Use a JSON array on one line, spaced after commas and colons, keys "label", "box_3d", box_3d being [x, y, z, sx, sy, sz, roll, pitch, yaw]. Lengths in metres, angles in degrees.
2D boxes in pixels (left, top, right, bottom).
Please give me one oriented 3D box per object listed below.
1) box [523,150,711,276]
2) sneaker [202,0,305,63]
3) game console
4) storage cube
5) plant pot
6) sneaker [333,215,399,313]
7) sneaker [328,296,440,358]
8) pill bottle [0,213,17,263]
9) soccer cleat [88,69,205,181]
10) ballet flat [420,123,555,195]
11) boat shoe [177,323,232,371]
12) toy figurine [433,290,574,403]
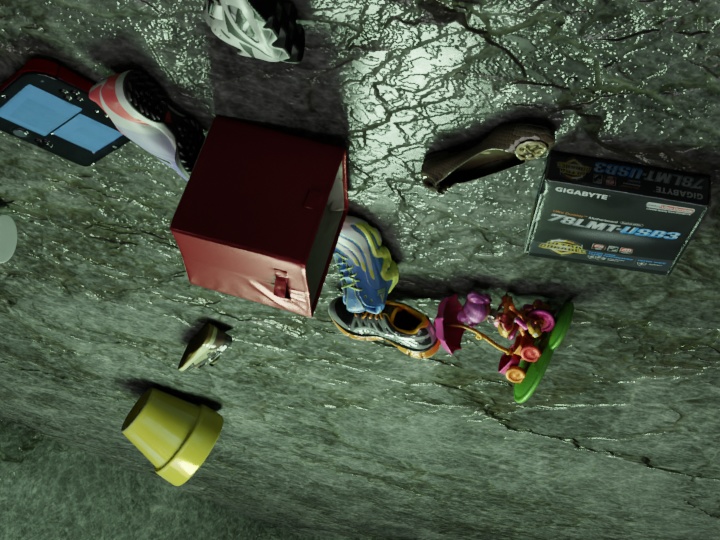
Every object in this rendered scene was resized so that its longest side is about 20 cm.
[{"label": "box", "box_3d": [0.320, -0.067, 1.321, 0.200, 0.050, 0.199, 9, 156, 5]}, {"label": "sneaker", "box_3d": [-0.129, -0.275, 1.049, 0.088, 0.074, 0.200, 2, 153, 18]}, {"label": "game console", "box_3d": [-0.395, -0.203, 1.381, 0.177, 0.031, 0.200, 29, 151, -32]}, {"label": "storage cube", "box_3d": [-0.126, -0.067, 1.355, 0.180, 0.200, 0.171, 15, 157, 7]}, {"label": "plant pot", "box_3d": [-0.463, 0.386, 2.508, 0.189, 0.201, 0.201, 38, 148, -15]}, {"label": "sneaker", "box_3d": [0.000, 0.000, 1.543, 0.076, 0.105, 0.200, -3, 152, 30]}, {"label": "sneaker", "box_3d": [0.039, 0.077, 1.718, 0.200, 0.078, 0.077, 16, 148, 19]}, {"label": "pill bottle", "box_3d": [-0.679, -0.062, 1.719, 0.200, 0.112, 0.112, 4, 154, 15]}, {"label": "soccer cleat", "box_3d": [-0.262, -0.179, 1.330, 0.073, 0.068, 0.200, -3, 147, 30]}, {"label": "ballet flat", "box_3d": [0.150, -0.131, 1.261, 0.200, 0.046, 0.067, -13, 146, 43]}, {"label": "boat shoe", "box_3d": [-0.314, 0.167, 2.089, 0.065, 0.073, 0.200, 25, 153, -15]}, {"label": "toy figurine", "box_3d": [0.211, 0.091, 1.643, 0.184, 0.150, 0.200, 24, 133, -4]}]
